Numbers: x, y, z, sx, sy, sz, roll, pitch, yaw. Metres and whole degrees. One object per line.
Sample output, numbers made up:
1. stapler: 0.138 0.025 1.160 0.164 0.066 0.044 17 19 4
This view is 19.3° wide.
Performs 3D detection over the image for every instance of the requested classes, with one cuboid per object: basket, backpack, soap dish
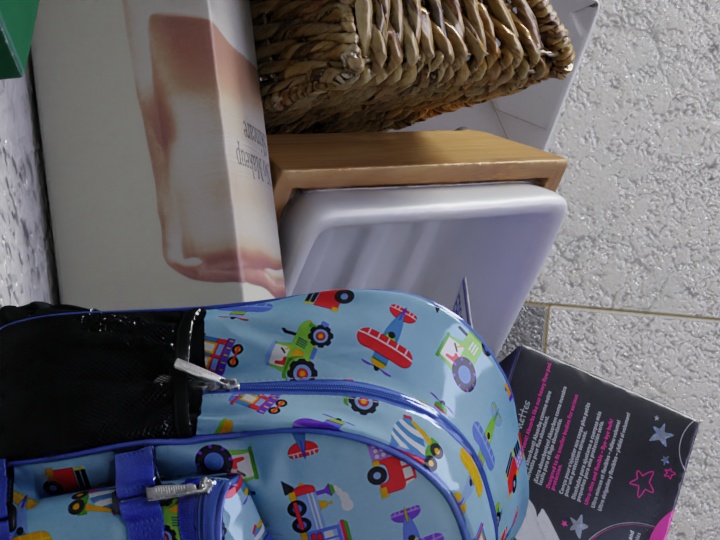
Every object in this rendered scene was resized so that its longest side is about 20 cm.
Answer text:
1. basket: -0.013 -0.146 1.075 0.199 0.148 0.144 -14 -96 53
2. backpack: -0.036 0.100 0.806 0.135 0.198 0.183 -87 168 -52
3. soap dish: 0.000 0.000 1.108 0.081 0.199 0.158 47 -54 36

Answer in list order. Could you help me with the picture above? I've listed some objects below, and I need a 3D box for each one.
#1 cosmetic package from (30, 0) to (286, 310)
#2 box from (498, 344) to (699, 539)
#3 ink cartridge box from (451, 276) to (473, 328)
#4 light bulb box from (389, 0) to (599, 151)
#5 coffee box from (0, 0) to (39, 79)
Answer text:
1. cosmetic package: -0.091 -0.055 0.961 0.103 0.087 0.202 12 71 -82
2. box: 0.086 0.163 1.165 0.132 0.114 0.201 132 -19 -67
3. ink cartridge box: 0.034 0.130 1.041 0.198 0.043 0.201 -90 -159 -67
4. light bulb box: 0.035 -0.137 1.354 0.200 0.197 0.126 94 19 -89
5. coffee box: -0.159 -0.176 0.747 0.201 0.044 0.124 73 13 -46
